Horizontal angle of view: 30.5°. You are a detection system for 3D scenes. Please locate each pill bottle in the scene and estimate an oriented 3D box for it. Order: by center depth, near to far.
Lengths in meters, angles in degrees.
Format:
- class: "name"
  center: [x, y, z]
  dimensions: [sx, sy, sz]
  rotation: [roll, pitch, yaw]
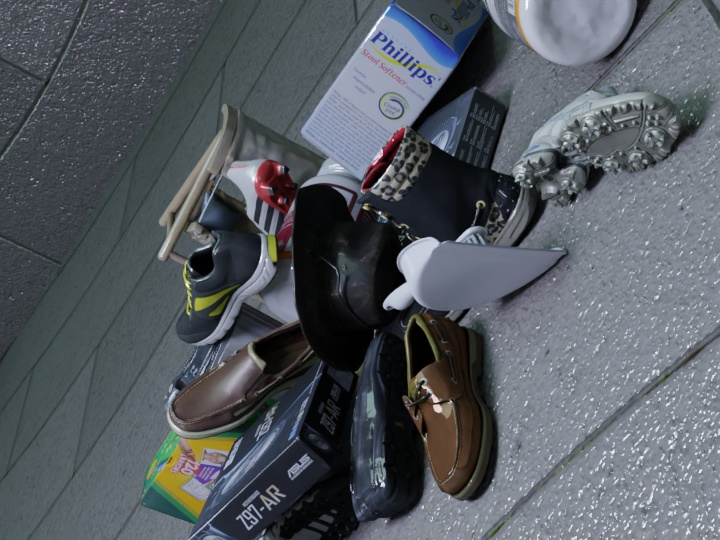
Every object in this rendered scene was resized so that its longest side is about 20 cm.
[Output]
- class: "pill bottle"
  center: [0.186, -0.277, 1.305]
  dimensions: [0.117, 0.116, 0.200]
  rotation: [-59, 19, 13]
- class: "pill bottle"
  center: [-0.038, -0.038, 1.555]
  dimensions: [0.113, 0.113, 0.201]
  rotation: [-39, 22, 49]

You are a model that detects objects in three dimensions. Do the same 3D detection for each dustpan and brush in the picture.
- class: "dustpan and brush"
  center: [0.075, 0.006, 1.200]
  dimensions: [0.200, 0.139, 0.057]
  rotation: [-48, 47, 47]

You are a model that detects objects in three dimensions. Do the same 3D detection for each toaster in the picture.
- class: "toaster"
  center: [-0.142, 0.121, 1.606]
  dimensions: [0.201, 0.129, 0.114]
  rotation: [-64, 20, -1]

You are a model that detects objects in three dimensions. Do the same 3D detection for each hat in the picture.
- class: "hat"
  center: [0.000, 0.000, 1.338]
  dimensions: [0.081, 0.201, 0.201]
  rotation: [-14, 45, 25]

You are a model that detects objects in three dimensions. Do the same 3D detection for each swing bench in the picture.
- class: "swing bench"
  center: [-0.134, -0.078, 1.736]
  dimensions: [0.200, 0.198, 0.130]
  rotation: [-57, 21, 18]

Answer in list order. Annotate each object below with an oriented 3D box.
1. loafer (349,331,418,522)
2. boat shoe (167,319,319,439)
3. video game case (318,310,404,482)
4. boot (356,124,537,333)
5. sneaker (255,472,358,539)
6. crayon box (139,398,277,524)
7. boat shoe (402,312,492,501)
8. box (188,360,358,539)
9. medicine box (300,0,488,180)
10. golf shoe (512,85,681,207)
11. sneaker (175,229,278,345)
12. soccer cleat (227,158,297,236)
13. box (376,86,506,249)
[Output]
- class: "loafer"
  center: [0.017, 0.146, 1.263]
  dimensions: [0.070, 0.068, 0.201]
  rotation: [-38, 35, 36]
- class: "boat shoe"
  center: [-0.119, 0.106, 1.421]
  dimensions: [0.075, 0.202, 0.075]
  rotation: [47, 154, 29]
- class: "video game case"
  center: [-0.011, 0.131, 1.424]
  dimensions: [0.182, 0.022, 0.201]
  rotation: [-33, 35, 55]
- class: "boot"
  center: [0.055, -0.035, 1.270]
  dimensions: [0.204, 0.153, 0.074]
  rotation: [-53, 21, 28]
- class: "sneaker"
  center: [-0.058, 0.242, 1.336]
  dimensions: [0.200, 0.066, 0.091]
  rotation: [-49, 26, 40]
- class: "crayon box"
  center: [-0.164, 0.217, 1.529]
  dimensions: [0.200, 0.118, 0.058]
  rotation: [-56, 19, 39]
- class: "boat shoe"
  center: [0.068, 0.118, 1.172]
  dimensions: [0.072, 0.068, 0.200]
  rotation: [-52, 23, 29]
- class: "box"
  center: [-0.081, 0.183, 1.310]
  dimensions: [0.160, 0.044, 0.200]
  rotation: [-44, 9, 21]
- class: "medicine box"
  center: [0.042, -0.235, 1.558]
  dimensions: [0.200, 0.103, 0.182]
  rotation: [-52, 4, 30]
- class: "golf shoe"
  center: [0.206, -0.130, 1.136]
  dimensions: [0.200, 0.078, 0.098]
  rotation: [-21, 40, 61]
- class: "sneaker"
  center: [-0.170, 0.012, 1.498]
  dimensions: [0.200, 0.084, 0.075]
  rotation: [-47, 35, 39]
- class: "soccer cleat"
  center: [-0.098, -0.066, 1.650]
  dimensions: [0.085, 0.200, 0.069]
  rotation: [12, 58, 37]
- class: "box"
  center: [0.077, -0.083, 1.440]
  dimensions: [0.160, 0.043, 0.201]
  rotation: [-26, 42, 61]
